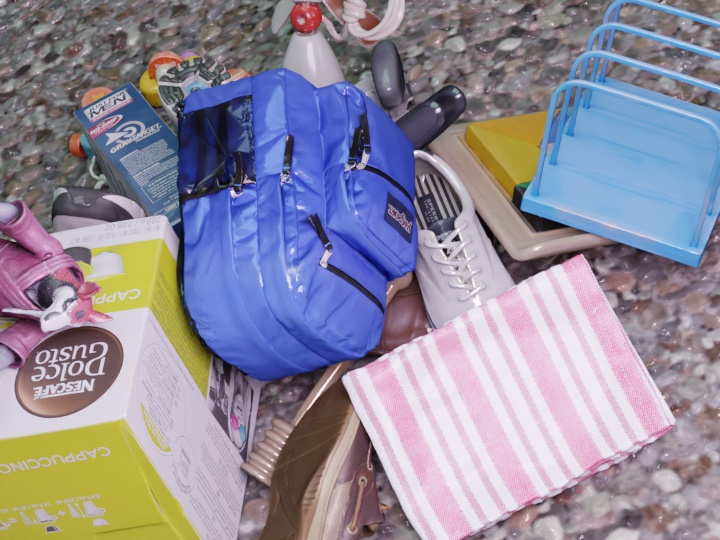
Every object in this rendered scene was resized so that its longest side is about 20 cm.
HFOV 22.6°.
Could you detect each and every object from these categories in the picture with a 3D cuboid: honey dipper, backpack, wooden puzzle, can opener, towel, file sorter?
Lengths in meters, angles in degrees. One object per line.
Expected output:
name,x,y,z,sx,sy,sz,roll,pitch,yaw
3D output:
honey dipper,-0.020,0.076,1.356,0.038,0.038,0.200,27,78,40
backpack,-0.047,-0.029,1.310,0.168,0.162,0.200,-13,61,29
wooden puzzle,0.165,-0.081,1.426,0.185,0.037,0.200,-11,37,-22
can opener,0.017,-0.093,1.428,0.063,0.079,0.200,-48,10,-31
towel,0.104,0.093,1.271,0.200,0.030,0.146,-27,79,-5
file sorter,0.227,-0.123,1.368,0.139,0.123,0.200,19,39,13
can opener,0.029,-0.116,1.551,0.053,0.066,0.200,-19,48,5

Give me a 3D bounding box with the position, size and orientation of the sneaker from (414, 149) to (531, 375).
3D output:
sneaker,0.069,-0.004,1.341,0.073,0.071,0.200,-28,57,0

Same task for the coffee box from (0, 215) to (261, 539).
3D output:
coffee box,-0.209,0.109,1.323,0.200,0.200,0.198,-9,44,16

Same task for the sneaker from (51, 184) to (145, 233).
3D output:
sneaker,-0.214,-0.001,1.454,0.074,0.200,0.080,10,63,5

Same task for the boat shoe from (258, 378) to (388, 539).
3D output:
boat shoe,-0.020,0.170,1.283,0.072,0.072,0.200,-25,38,42

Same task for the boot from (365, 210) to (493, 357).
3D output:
boot,0.000,0.000,1.447,0.200,0.064,0.186,-4,46,22

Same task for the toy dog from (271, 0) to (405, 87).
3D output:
toy dog,-0.030,-0.186,1.554,0.132,0.200,0.096,28,22,15

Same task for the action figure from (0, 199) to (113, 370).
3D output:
action figure,-0.255,0.011,1.247,0.200,0.134,0.149,14,11,18

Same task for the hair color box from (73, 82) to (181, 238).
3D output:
hair color box,-0.162,-0.065,1.499,0.061,0.100,0.200,-31,44,-11

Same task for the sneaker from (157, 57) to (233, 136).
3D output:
sneaker,-0.096,-0.089,1.517,0.078,0.090,0.200,-29,64,-13

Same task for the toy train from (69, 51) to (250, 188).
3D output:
toy train,-0.181,-0.152,1.678,0.200,0.056,0.150,-30,43,-8
